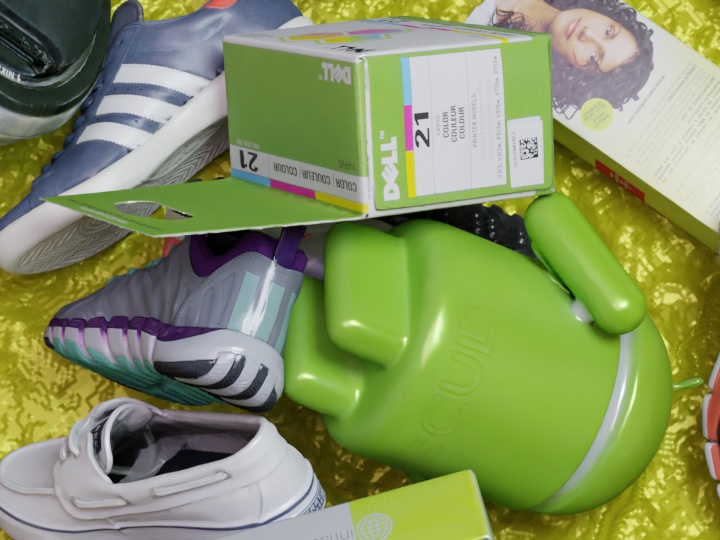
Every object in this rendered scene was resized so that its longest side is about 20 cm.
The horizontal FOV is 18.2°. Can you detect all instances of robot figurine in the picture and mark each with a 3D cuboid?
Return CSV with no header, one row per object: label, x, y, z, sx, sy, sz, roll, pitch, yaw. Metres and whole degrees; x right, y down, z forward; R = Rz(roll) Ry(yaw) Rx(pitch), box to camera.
robot figurine,0.060,0.048,1.062,0.200,0.176,0.116,20,41,-22

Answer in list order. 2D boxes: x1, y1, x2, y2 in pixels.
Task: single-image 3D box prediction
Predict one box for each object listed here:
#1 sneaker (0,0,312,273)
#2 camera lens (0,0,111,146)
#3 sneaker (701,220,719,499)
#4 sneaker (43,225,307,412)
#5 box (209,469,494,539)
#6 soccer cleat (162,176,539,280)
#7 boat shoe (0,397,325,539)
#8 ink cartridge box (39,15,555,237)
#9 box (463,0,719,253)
sneaker,-0.118,-0.082,1.141,0.200,0.075,0.085,-38,80,-13
camera lens,-0.235,-0.127,1.092,0.200,0.160,0.160,-12,77,31
sneaker,0.212,0.051,1.055,0.077,0.082,0.200,-13,105,-26
sneaker,-0.082,0.016,1.080,0.074,0.200,0.088,28,78,-30
box,-0.029,0.168,1.030,0.200,0.122,0.048,-15,45,3
soccer cleat,0.000,0.000,1.132,0.200,0.068,0.073,4,112,-4
boat shoe,-0.108,0.091,1.076,0.200,0.065,0.074,-5,36,33
ink cartridge box,-0.032,-0.068,1.032,0.200,0.148,0.076,-8,103,-27
box,0.145,-0.079,1.133,0.200,0.050,0.075,35,84,10
